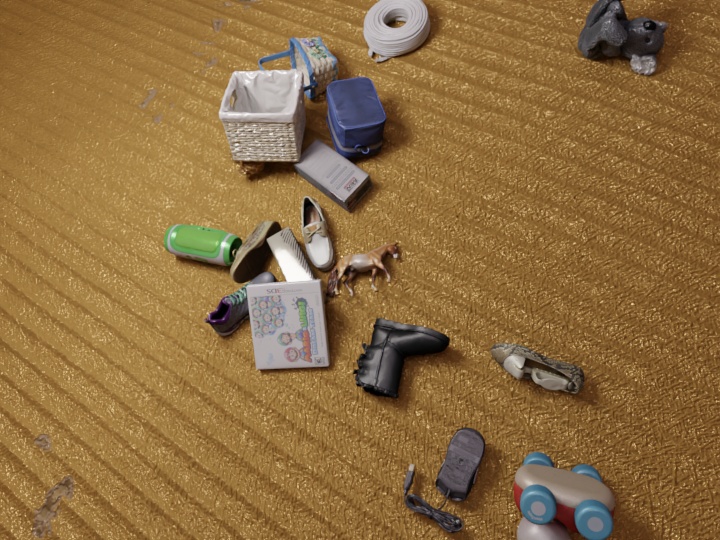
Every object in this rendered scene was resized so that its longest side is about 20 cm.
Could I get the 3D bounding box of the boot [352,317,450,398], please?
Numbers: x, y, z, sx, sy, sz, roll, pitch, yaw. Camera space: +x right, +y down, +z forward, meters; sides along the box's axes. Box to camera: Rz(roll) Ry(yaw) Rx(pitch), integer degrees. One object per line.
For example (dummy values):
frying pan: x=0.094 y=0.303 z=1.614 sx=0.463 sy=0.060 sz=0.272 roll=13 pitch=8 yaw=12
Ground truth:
boot: x=0.087 y=0.201 z=1.257 sx=0.196 sy=0.074 sz=0.164 roll=10 pitch=66 yaw=25

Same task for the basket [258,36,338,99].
basket: x=-0.175 y=-0.578 z=1.631 sx=0.198 sy=0.140 sz=0.177 roll=-27 pitch=64 yaw=-11

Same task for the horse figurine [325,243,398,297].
horse figurine: x=0.000 y=0.000 z=1.376 sx=0.197 sy=0.050 sz=0.134 roll=-15 pitch=51 yaw=13

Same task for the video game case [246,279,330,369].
video game case: x=-0.167 y=0.127 z=1.321 sx=0.179 sy=0.024 sz=0.203 roll=-4 pitch=98 yaw=11

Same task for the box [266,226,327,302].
box: x=-0.156 y=-0.002 z=1.401 sx=0.068 sy=0.082 sz=0.201 roll=-29 pitch=65 yaw=-2

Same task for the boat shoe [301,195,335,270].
boat shoe: x=-0.117 y=-0.096 z=1.440 sx=0.074 sy=0.069 sz=0.202 roll=-20 pitch=63 yaw=3

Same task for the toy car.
toy car: x=0.360 y=0.474 z=1.045 sx=0.174 sy=0.184 sz=0.203 roll=10 pitch=98 yaw=16

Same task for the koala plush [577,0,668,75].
koala plush: x=0.683 y=-0.604 z=1.455 sx=0.197 sy=0.184 sz=0.180 roll=17 pitch=79 yaw=-3

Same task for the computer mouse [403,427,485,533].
computer mouse: x=0.170 y=0.412 z=1.163 sx=0.139 sy=0.046 sz=0.202 roll=14 pitch=75 yaw=23

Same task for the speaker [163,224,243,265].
speaker: x=-0.410 y=-0.067 z=1.486 sx=0.197 sy=0.089 sz=0.089 roll=11 pitch=69 yaw=17

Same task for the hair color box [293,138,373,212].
hair color box: x=-0.073 y=-0.253 z=1.506 sx=0.199 sy=0.061 sz=0.099 roll=39 pitch=79 yaw=26

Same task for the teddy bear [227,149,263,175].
teddy bear: x=-0.308 y=-0.345 z=1.607 sx=0.144 sy=0.067 sz=0.201 roll=-30 pitch=56 yaw=-12

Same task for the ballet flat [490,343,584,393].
ballet flat: x=0.365 y=0.207 z=1.186 sx=0.198 sy=0.069 sz=0.075 roll=17 pitch=33 yaw=17

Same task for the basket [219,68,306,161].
basket: x=-0.245 y=-0.407 z=1.502 sx=0.197 sy=0.162 sz=0.200 roll=0 pitch=51 yaw=4

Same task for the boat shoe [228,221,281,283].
boat shoe: x=-0.274 y=-0.048 z=1.450 sx=0.062 sy=0.074 sz=0.201 roll=9 pitch=49 yaw=31

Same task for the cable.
cable: x=0.104 y=-0.723 z=1.671 sx=0.197 sy=0.069 sz=0.202 roll=-13 pitch=64 yaw=7

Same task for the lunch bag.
lunch bag: x=-0.012 y=-0.395 z=1.519 sx=0.134 sy=0.133 sz=0.202 roll=-10 pitch=62 yaw=-10

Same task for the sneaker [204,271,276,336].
sneaker: x=-0.289 y=0.074 z=1.392 sx=0.074 sy=0.088 sz=0.200 roll=38 pitch=79 yaw=25
